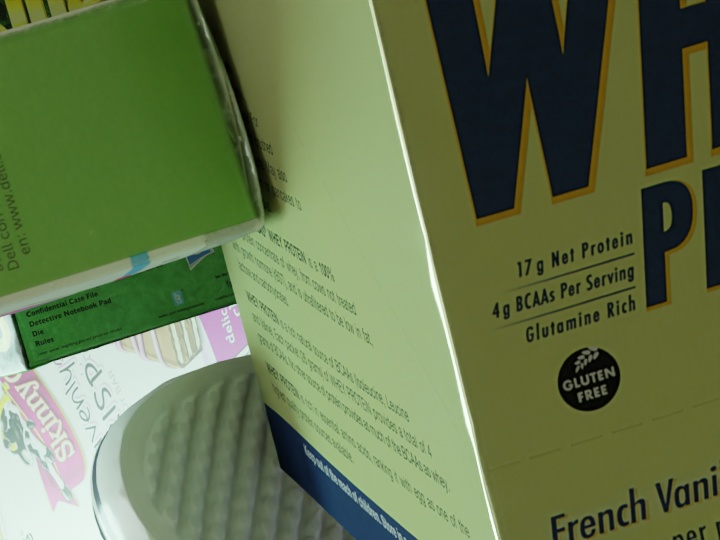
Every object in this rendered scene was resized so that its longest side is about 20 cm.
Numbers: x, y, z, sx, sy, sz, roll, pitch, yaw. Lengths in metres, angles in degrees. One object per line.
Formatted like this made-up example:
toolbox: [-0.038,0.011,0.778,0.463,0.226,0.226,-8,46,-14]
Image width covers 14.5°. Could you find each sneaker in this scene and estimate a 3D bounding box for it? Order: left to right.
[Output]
sneaker: [-0.005,0.069,0.772,0.079,0.200,0.078,-37,66,38]

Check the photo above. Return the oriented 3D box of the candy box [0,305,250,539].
candy box: [-0.064,0.016,0.887,0.200,0.061,0.136,-46,60,43]

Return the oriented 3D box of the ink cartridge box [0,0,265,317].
ink cartridge box: [-0.130,-0.005,0.640,0.104,0.200,0.059,166,86,-79]

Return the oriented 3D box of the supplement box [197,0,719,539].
supplement box: [0.044,-0.045,0.612,0.200,0.134,0.200,-150,45,-71]

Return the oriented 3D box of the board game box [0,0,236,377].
board game box: [-0.026,-0.047,0.766,0.023,0.200,0.105,-12,94,54]
